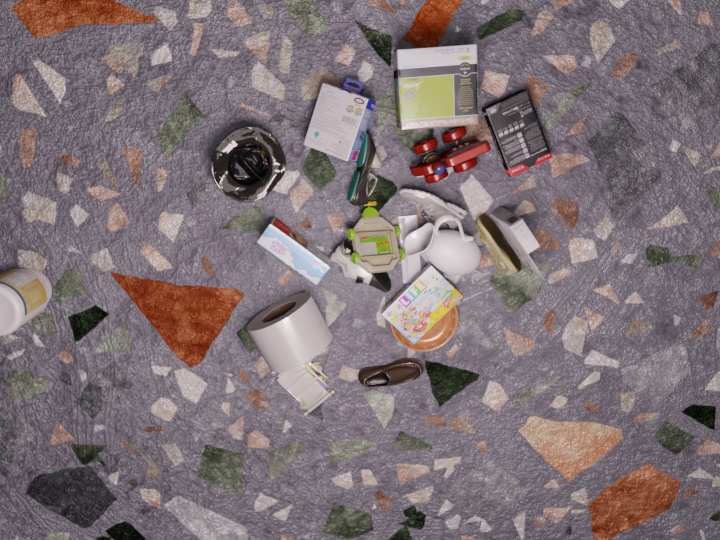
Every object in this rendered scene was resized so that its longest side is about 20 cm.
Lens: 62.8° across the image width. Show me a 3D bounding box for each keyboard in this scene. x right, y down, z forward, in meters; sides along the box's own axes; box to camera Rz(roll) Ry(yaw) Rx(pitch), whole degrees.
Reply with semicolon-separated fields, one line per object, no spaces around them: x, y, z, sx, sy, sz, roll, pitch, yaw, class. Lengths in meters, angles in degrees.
0.142;-0.060;1.696;0.056;0.011;0.200;-7;106;-5;keyboard

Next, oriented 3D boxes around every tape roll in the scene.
-0.196;0.171;1.646;0.202;0.203;0.139;-25;105;5;tape roll

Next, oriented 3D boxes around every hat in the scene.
-0.301;-0.285;1.580;0.200;0.081;0.201;-3;104;-10;hat

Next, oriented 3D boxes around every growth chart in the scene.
-0.170;0.333;1.786;0.145;0.018;0.200;-35;104;7;growth chart

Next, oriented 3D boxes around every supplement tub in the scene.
-0.939;0.078;1.591;0.144;0.200;0.145;-1;105;-3;supplement tub

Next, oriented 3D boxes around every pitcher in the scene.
0.247;-0.072;1.605;0.200;0.121;0.172;20;138;-31;pitcher

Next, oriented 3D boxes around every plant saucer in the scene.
0.186;0.141;1.737;0.200;0.037;0.201;-1;106;-3;plant saucer

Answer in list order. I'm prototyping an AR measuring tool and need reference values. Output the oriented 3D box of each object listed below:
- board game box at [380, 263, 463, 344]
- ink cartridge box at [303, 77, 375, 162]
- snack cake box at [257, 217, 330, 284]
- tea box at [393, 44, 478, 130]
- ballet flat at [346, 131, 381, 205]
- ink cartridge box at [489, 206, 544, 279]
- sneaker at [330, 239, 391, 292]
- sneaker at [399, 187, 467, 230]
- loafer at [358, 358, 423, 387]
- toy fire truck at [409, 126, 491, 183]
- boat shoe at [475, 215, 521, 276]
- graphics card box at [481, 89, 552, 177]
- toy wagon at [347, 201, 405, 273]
0.175;0.096;1.688;0.134;0.034;0.200;42;100;-12;board game box
-0.049;-0.400;1.540;0.136;0.076;0.200;23;106;12;ink cartridge box
-0.181;-0.055;1.628;0.200;0.115;0.067;36;101;-11;snack cake box
0.191;-0.468;1.519;0.200;0.134;0.197;-4;105;-1;tea box
0.015;-0.271;1.601;0.068;0.068;0.200;12;96;-24;ballet flat
0.436;-0.079;1.601;0.044;0.200;0.174;-36;104;7;ink cartridge box
0.000;0.000;1.680;0.200;0.074;0.088;41;127;-15;sneaker
0.194;-0.169;1.631;0.200;0.075;0.082;23;102;-9;sneaker
0.093;0.319;1.765;0.200;0.071;0.073;-14;106;1;loafer
0.229;-0.297;1.549;0.200;0.168;0.112;-22;105;4;toy fire truck
0.379;-0.066;1.675;0.063;0.073;0.201;-27;113;37;boat shoe
0.423;-0.371;1.598;0.125;0.051;0.200;-25;106;5;graphics card box
0.039;-0.094;1.638;0.155;0.040;0.200;-5;77;-25;toy wagon
